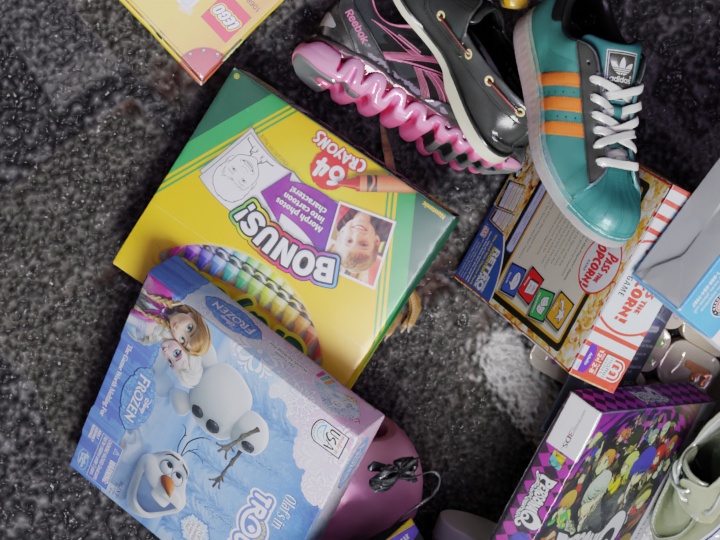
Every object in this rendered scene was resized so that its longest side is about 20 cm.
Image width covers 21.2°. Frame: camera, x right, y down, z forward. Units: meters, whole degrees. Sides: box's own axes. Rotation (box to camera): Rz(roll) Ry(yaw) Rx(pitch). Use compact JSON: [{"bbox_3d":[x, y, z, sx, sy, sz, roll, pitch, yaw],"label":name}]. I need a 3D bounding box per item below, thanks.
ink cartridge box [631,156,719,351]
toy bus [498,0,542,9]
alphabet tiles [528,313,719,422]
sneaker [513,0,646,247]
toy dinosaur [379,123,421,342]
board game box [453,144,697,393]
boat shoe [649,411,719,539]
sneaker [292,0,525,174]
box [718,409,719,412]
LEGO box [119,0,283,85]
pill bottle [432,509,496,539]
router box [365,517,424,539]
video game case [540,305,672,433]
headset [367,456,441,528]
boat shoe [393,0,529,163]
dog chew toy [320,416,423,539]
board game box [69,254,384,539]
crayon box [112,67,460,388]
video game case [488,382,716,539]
[{"bbox_3d":[0.297,0.020,1.344,0.200,0.068,0.115,37,93,-33],"label":"ink cartridge box"},{"bbox_3d":[0.195,-0.243,1.437,0.198,0.078,0.066,-10,105,-6],"label":"toy bus"},{"bbox_3d":[0.243,0.068,1.548,0.195,0.015,0.201,29,97,-13],"label":"alphabet tiles"},{"bbox_3d":[0.162,-0.117,1.334,0.071,0.202,0.080,6,148,-34],"label":"sneaker"},{"bbox_3d":[0.000,0.000,1.475,0.106,0.060,0.201,37,95,-12],"label":"toy dinosaur"},{"bbox_3d":[0.160,-0.020,1.419,0.046,0.200,0.152,24,100,-28],"label":"board game box"},{"bbox_3d":[0.268,0.151,1.465,0.062,0.072,0.201,6,137,-26],"label":"boat shoe"},{"bbox_3d":[0.050,-0.145,1.450,0.199,0.079,0.096,30,76,-18],"label":"sneaker"},{"bbox_3d":[0.385,0.128,1.475,0.123,0.200,0.198,19,99,-30],"label":"box"},{"bbox_3d":[-0.132,-0.260,1.387,0.149,0.077,0.200,-43,105,3],"label":"LEGO box"},{"bbox_3d":[0.061,0.296,1.525,0.110,0.111,0.202,18,100,-12],"label":"pill bottle"},{"bbox_3d":[-0.005,0.288,1.366,0.199,0.052,0.158,-31,90,33],"label":"router box"},{"bbox_3d":[0.210,0.037,1.465,0.019,0.143,0.201,30,98,21],"label":"video game case"},{"bbox_3d":[0.029,0.235,1.389,0.122,0.094,0.202,4,94,23],"label":"headset"},{"bbox_3d":[0.076,-0.180,1.410,0.063,0.073,0.203,-35,77,32],"label":"boat shoe"},{"bbox_3d":[-0.022,0.208,1.494,0.123,0.125,0.202,7,110,-9],"label":"dog chew toy"},{"bbox_3d":[-0.104,0.126,1.414,0.198,0.043,0.201,35,125,14],"label":"board game box"},{"bbox_3d":[-0.054,-0.023,1.434,0.199,0.058,0.173,34,96,5],"label":"crayon box"},{"bbox_3d":[0.179,0.172,1.473,0.036,0.199,0.182,35,108,30],"label":"video game case"}]
